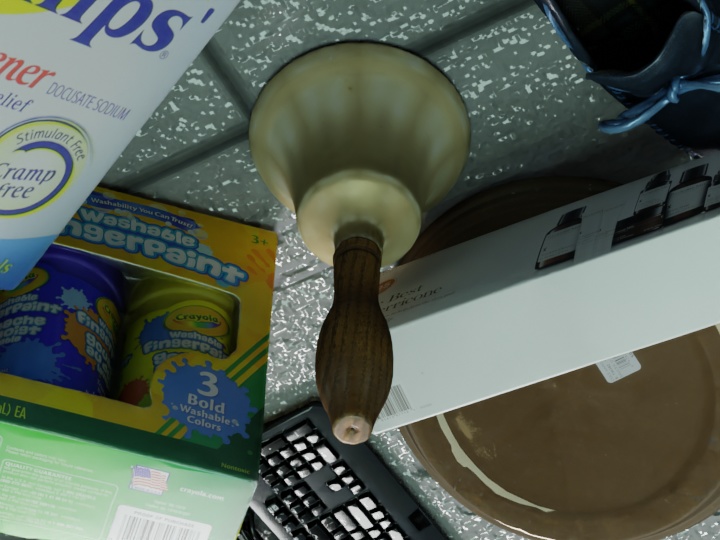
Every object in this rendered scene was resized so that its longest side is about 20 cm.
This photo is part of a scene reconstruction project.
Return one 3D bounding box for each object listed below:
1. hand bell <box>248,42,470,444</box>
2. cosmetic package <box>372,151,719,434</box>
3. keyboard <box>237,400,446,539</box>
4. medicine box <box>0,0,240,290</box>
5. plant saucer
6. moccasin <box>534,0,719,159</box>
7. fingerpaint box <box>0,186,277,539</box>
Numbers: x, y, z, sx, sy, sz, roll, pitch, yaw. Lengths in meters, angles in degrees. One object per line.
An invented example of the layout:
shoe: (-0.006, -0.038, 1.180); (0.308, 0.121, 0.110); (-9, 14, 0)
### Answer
hand bell: (0.000, 0.000, 0.907); (0.103, 0.201, 0.105); (0, 128, 0)
cosmetic package: (0.090, 0.006, 0.937); (0.199, 0.083, 0.051); (-20, 106, 23)
keyboard: (-0.009, 0.160, 1.137); (0.104, 0.040, 0.200); (-27, 123, 19)
medicine box: (-0.163, -0.110, 0.815); (0.200, 0.103, 0.182); (-49, 145, 18)
plant saucer: (0.101, 0.052, 1.019); (0.198, 0.029, 0.202); (7, 116, 14)
moccasin: (0.113, -0.100, 0.910); (0.080, 0.068, 0.200); (-38, 121, 26)
fingerpaint box: (-0.143, 0.035, 0.957); (0.198, 0.167, 0.074); (15, 129, -10)
